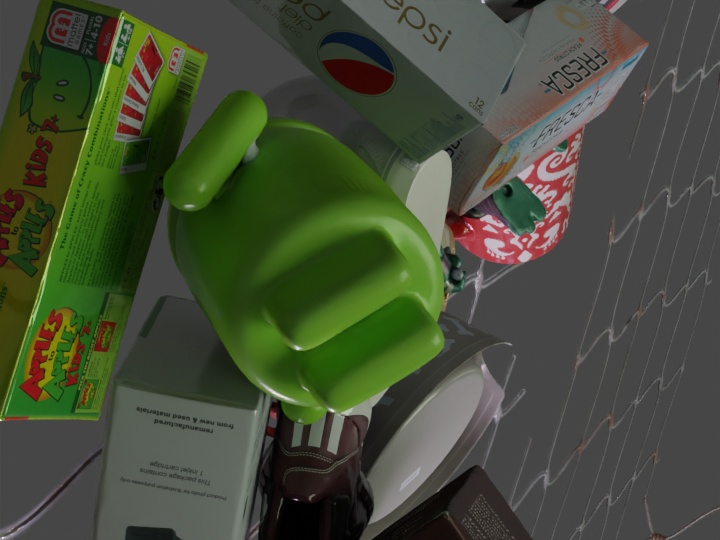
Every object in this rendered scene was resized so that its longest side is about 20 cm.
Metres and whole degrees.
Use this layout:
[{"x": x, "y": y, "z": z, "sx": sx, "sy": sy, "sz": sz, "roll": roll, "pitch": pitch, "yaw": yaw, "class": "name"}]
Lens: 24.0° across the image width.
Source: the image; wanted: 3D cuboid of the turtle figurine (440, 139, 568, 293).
[{"x": 0.056, "y": -0.061, "z": 1.190, "sx": 0.100, "sy": 0.200, "sz": 0.150, "roll": 11, "pitch": 78, "yaw": -33, "class": "turtle figurine"}]

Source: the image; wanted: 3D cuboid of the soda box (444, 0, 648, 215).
[{"x": 0.100, "y": -0.111, "z": 1.053, "sx": 0.200, "sy": 0.068, "sz": 0.064, "roll": -36, "pitch": 162, "yaw": -48, "class": "soda box"}]

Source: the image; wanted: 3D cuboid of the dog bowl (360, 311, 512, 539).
[{"x": 0.028, "y": 0.115, "z": 1.220, "sx": 0.200, "sy": 0.059, "sz": 0.200, "roll": -42, "pitch": 158, "yaw": -22, "class": "dog bowl"}]

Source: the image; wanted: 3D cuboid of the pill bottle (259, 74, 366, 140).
[{"x": -0.015, "y": -0.030, "z": 1.109, "sx": 0.200, "sy": 0.104, "sz": 0.105, "roll": 76, "pitch": 36, "yaw": -56, "class": "pill bottle"}]

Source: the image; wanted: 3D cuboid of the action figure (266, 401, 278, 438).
[{"x": -0.051, "y": 0.079, "z": 1.124, "sx": 0.200, "sy": 0.099, "sz": 0.066, "roll": 25, "pitch": 83, "yaw": -68, "class": "action figure"}]

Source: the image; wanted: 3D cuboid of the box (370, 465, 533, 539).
[{"x": 0.045, "y": 0.240, "z": 1.018, "sx": 0.164, "sy": 0.166, "sz": 0.200, "roll": -37, "pitch": 174, "yaw": 8, "class": "box"}]

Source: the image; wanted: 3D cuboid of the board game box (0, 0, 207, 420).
[{"x": -0.144, "y": -0.028, "z": 0.843, "sx": 0.102, "sy": 0.047, "sz": 0.201, "roll": 15, "pitch": 92, "yaw": -70, "class": "board game box"}]

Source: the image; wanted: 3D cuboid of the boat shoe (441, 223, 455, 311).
[{"x": 0.031, "y": 0.051, "z": 1.335, "sx": 0.069, "sy": 0.074, "sz": 0.201, "roll": -2, "pitch": 114, "yaw": -63, "class": "boat shoe"}]

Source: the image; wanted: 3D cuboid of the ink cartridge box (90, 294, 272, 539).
[{"x": -0.104, "y": 0.136, "z": 0.979, "sx": 0.147, "sy": 0.083, "sz": 0.201, "roll": -79, "pitch": 180, "yaw": -71, "class": "ink cartridge box"}]

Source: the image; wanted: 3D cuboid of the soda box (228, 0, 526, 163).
[{"x": -0.012, "y": -0.150, "z": 0.891, "sx": 0.064, "sy": 0.200, "sz": 0.068, "roll": -29, "pitch": -154, "yaw": 53, "class": "soda box"}]

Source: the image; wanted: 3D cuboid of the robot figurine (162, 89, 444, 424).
[{"x": -0.031, "y": -0.007, "z": 0.875, "sx": 0.115, "sy": 0.200, "sz": 0.176, "roll": -33, "pitch": 124, "yaw": -5, "class": "robot figurine"}]

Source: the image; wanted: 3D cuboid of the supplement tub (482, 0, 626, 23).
[{"x": 0.097, "y": -0.237, "z": 1.142, "sx": 0.200, "sy": 0.140, "sz": 0.141, "roll": -5, "pitch": 111, "yaw": -53, "class": "supplement tub"}]

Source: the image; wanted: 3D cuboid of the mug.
[{"x": 0.102, "y": -0.097, "z": 1.399, "sx": 0.200, "sy": 0.177, "sz": 0.134, "roll": 80, "pitch": -4, "yaw": -60, "class": "mug"}]

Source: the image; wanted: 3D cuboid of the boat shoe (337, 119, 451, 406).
[{"x": 0.000, "y": 0.000, "z": 1.001, "sx": 0.072, "sy": 0.068, "sz": 0.201, "roll": -41, "pitch": 151, "yaw": -38, "class": "boat shoe"}]

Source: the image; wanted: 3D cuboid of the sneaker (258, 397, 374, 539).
[{"x": -0.037, "y": 0.158, "z": 1.032, "sx": 0.200, "sy": 0.075, "sz": 0.116, "roll": 89, "pitch": 11, "yaw": -54, "class": "sneaker"}]
